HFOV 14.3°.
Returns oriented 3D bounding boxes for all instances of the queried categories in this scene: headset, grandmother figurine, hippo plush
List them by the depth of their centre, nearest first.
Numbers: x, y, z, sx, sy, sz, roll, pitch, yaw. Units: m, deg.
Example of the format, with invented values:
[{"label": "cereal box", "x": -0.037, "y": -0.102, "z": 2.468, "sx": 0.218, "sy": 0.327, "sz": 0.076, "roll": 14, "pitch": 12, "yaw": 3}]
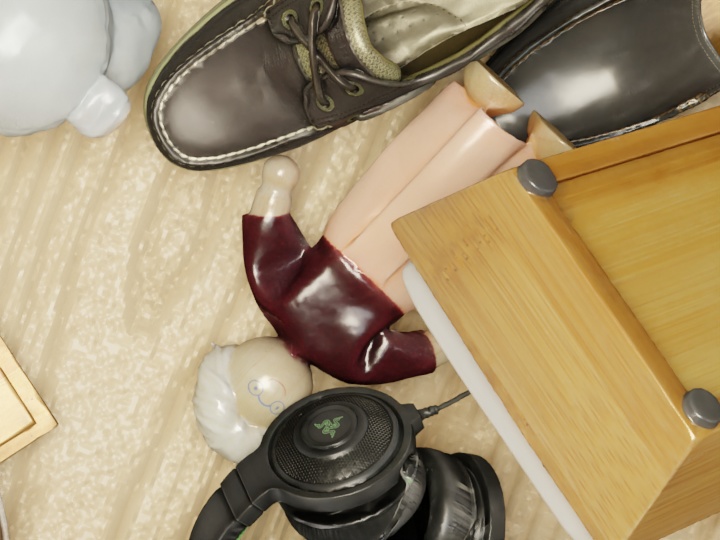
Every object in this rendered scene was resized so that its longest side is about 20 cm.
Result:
[{"label": "hippo plush", "x": -0.112, "y": -0.136, "z": 1.166, "sx": 0.158, "sy": 0.200, "sz": 0.162, "roll": 1, "pitch": 99, "yaw": 13}, {"label": "headset", "x": 0.019, "y": 0.102, "z": 1.205, "sx": 0.200, "sy": 0.094, "sz": 0.123, "roll": -45, "pitch": 129, "yaw": 12}, {"label": "grandmother figurine", "x": 0.000, "y": 0.000, "z": 1.225, "sx": 0.121, "sy": 0.061, "sz": 0.200, "roll": 42, "pitch": 97, "yaw": 2}]

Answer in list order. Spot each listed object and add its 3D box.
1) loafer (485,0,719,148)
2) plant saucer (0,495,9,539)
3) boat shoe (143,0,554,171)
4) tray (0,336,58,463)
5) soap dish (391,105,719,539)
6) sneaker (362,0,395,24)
[{"label": "loafer", "x": 0.138, "y": -0.105, "z": 1.254, "sx": 0.199, "sy": 0.072, "sz": 0.073, "roll": -29, "pitch": 96, "yaw": -7}, {"label": "plant saucer", "x": -0.244, "y": 0.121, "z": 1.183, "sx": 0.199, "sy": 0.032, "sz": 0.201, "roll": 0, "pitch": 90, "yaw": -8}, {"label": "boat shoe", "x": -0.002, "y": -0.100, "z": 1.174, "sx": 0.199, "sy": 0.065, "sz": 0.073, "roll": -29, "pitch": 98, "yaw": 6}, {"label": "tray", "x": -0.238, "y": 0.079, "z": 1.217, "sx": 0.200, "sy": 0.037, "sz": 0.099, "roll": -34, "pitch": 95, "yaw": -6}, {"label": "soap dish", "x": 0.128, "y": 0.014, "z": 1.149, "sx": 0.199, "sy": 0.081, "sz": 0.158, "roll": -18, "pitch": 68, "yaw": -43}, {"label": "sneaker", "x": 0.050, "y": -0.144, "z": 1.245, "sx": 0.199, "sy": 0.077, "sz": 0.081, "roll": -32, "pitch": 102, "yaw": 0}]
